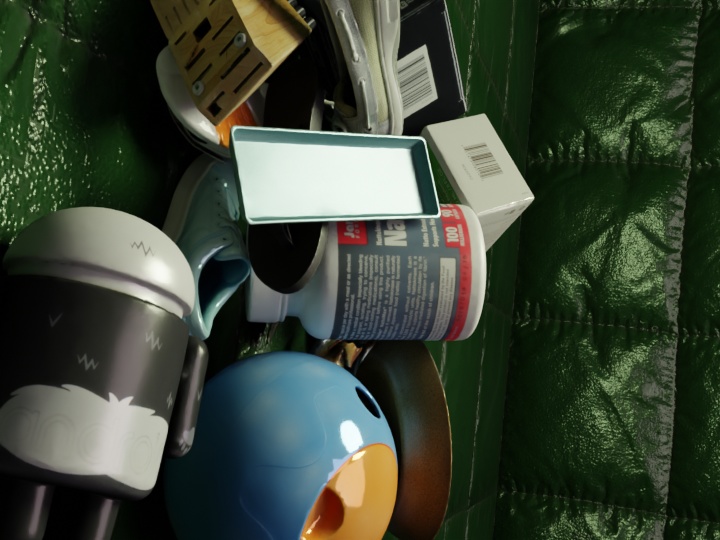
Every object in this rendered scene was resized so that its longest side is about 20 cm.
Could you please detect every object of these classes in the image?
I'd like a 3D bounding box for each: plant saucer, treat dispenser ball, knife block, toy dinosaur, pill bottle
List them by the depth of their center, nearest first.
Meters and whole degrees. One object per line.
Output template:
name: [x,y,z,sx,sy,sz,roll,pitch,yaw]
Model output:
plant saucer: [-0.016,-0.070,0.677,0.197,0.019,0.071,-5,80,-44]
knife block: [-0.078,-0.181,0.705,0.174,0.064,0.202,20,36,-52]
treat dispenser ball: [-0.066,0.171,0.747,0.200,0.197,0.206,4,90,-72]
pill bottle: [0.000,0.000,0.771,0.119,0.195,0.123,-179,-90,-79]
plant saucer: [0.027,0.156,0.829,0.200,0.035,0.205,179,-90,-69]
toy dinosaur: [-0.036,0.141,0.981,0.183,0.104,0.199,-59,163,11]

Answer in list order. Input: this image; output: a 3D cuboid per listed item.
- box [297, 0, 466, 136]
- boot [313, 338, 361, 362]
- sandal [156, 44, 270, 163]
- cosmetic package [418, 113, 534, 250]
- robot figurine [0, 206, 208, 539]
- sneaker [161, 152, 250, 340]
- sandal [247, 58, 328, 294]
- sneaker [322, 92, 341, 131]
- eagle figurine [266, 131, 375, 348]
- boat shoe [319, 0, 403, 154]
box: [0.003,-0.235,0.866,0.201,0.103,0.149,56,-7,36]
boot: [-0.004,0.125,1.149,0.188,0.067,0.205,-42,135,-66]
sandal: [-0.109,-0.126,0.754,0.205,0.058,0.081,10,68,-59]
cosmetic package: [0.080,-0.054,0.915,0.084,0.109,0.201,-16,157,-32]
robot figurine: [-0.170,0.063,0.528,0.151,0.122,0.204,74,25,-71]
sneaker: [-0.119,-0.018,0.730,0.075,0.080,0.203,72,28,-51]
sandal: [-0.064,-0.080,0.695,0.045,0.074,0.204,29,56,-54]
sneaker: [-0.015,-0.154,1.041,0.129,0.078,0.204,-2,101,-66]
eagle figurine: [-0.042,-0.032,0.898,0.152,0.148,0.204,-146,-136,-78]
boat shoe: [-0.004,-0.161,0.719,0.204,0.063,0.075,89,-16,-47]
